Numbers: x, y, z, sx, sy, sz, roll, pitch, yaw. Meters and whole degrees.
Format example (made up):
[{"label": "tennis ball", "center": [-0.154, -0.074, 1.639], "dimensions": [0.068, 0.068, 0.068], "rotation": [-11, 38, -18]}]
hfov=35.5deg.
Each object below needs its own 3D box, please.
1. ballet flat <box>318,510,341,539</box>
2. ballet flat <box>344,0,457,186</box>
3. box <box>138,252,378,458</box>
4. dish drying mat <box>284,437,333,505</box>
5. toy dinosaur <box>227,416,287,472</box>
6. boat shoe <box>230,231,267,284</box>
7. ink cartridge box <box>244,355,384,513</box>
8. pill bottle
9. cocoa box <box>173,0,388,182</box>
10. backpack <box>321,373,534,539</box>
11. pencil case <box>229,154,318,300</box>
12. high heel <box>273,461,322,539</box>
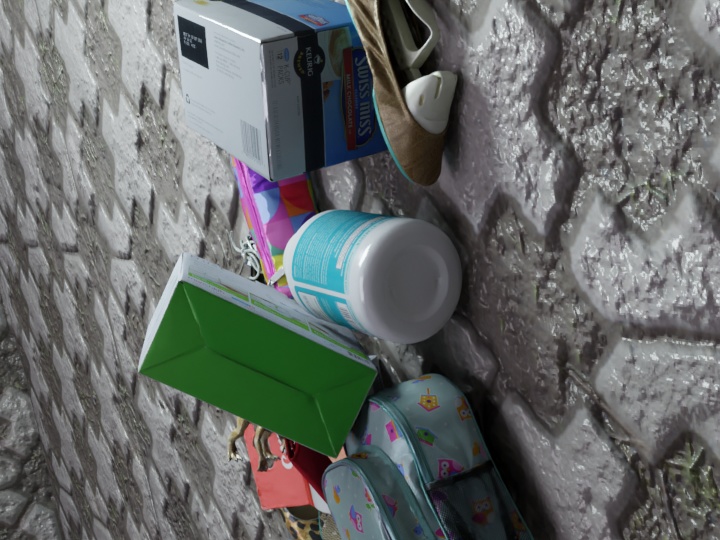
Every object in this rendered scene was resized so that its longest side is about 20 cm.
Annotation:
[{"label": "ballet flat", "center": [-0.022, 0.227, 1.285], "dimensions": [0.075, 0.068, 0.202], "rotation": [-3, 101, 41]}, {"label": "ballet flat", "center": [0.043, -0.176, 0.955], "dimensions": [0.072, 0.067, 0.202], "rotation": [-22, 80, 43]}, {"label": "box", "center": [-0.100, 0.073, 1.071], "dimensions": [0.097, 0.199, 0.176], "rotation": [-64, 12, 4]}, {"label": "dish drying mat", "center": [-0.016, 0.233, 1.127], "dimensions": [0.201, 0.018, 0.077], "rotation": [56, -174, -26]}, {"label": "toy dinosaur", "center": [-0.116, 0.160, 1.240], "dimensions": [0.199, 0.058, 0.102], "rotation": [12, 99, 53]}, {"label": "boat shoe", "center": [-0.110, -0.011, 1.315], "dimensions": [0.075, 0.061, 0.202], "rotation": [34, 132, 54]}, {"label": "ink cartridge box", "center": [-0.056, 0.186, 1.231], "dimensions": [0.198, 0.050, 0.164], "rotation": [-12, 94, 27]}, {"label": "pill bottle", "center": [0.000, 0.000, 1.062], "dimensions": [0.199, 0.110, 0.112], "rotation": [14, 116, 59]}, {"label": "cocoa box", "center": [-0.078, -0.188, 1.085], "dimensions": [0.200, 0.130, 0.135], "rotation": [34, 133, 51]}, {"label": "backpack", "center": [0.051, 0.203, 1.038], "dimensions": [0.176, 0.152, 0.202], "rotation": [132, 125, -65]}, {"label": "pencil case", "center": [-0.086, -0.060, 1.223], "dimensions": [0.088, 0.088, 0.202], "rotation": [-14, 91, 63]}, {"label": "high heel", "center": [-0.069, 0.250, 1.337], "dimensions": [0.143, 0.071, 0.202], "rotation": [105, 151, -73]}]
